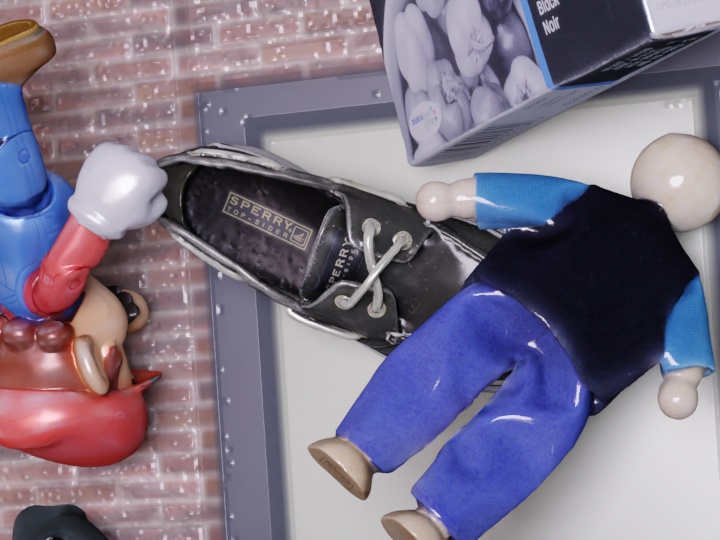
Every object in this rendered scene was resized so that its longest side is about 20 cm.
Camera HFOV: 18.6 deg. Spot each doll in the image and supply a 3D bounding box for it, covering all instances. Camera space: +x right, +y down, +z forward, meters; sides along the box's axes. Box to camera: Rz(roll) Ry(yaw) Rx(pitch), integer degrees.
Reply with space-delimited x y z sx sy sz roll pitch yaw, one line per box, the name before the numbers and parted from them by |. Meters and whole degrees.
doll | 0.070 0.018 0.852 0.136 0.048 0.200 44 77 9

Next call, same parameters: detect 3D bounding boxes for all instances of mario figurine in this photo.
mario figurine | -0.130 -0.011 0.937 0.106 0.123 0.201 -17 110 -5

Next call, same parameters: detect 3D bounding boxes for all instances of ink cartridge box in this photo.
ink cartridge box | 0.052 -0.159 0.841 0.198 0.043 0.201 -26 76 64

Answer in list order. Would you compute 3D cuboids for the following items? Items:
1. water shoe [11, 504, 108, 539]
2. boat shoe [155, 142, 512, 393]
water shoe | -0.167 0.192 0.981 0.200 0.071 0.079 -51 46 15
boat shoe | 0.000 0.000 0.909 0.199 0.064 0.071 20 96 20
